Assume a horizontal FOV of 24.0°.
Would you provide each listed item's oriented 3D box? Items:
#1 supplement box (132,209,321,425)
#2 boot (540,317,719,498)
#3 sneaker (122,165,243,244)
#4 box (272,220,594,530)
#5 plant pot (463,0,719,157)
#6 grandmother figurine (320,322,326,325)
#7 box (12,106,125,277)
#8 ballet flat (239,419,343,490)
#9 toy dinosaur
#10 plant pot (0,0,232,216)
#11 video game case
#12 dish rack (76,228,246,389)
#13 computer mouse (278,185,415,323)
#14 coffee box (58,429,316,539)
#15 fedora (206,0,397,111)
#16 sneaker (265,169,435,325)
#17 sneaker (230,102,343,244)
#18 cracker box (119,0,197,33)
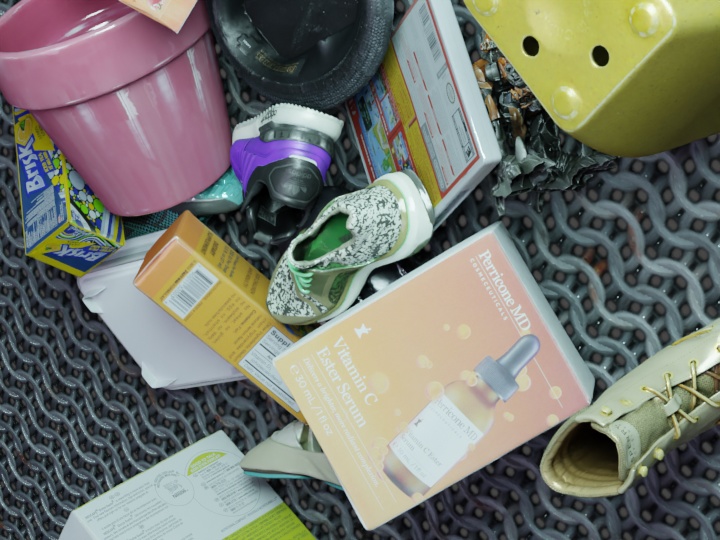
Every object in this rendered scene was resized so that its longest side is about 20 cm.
[{"bbox_3d":[-0.099,0.042,1.475,0.200,0.067,0.069,42,110,-13],"label":"supplement box"},{"bbox_3d":[0.228,0.088,1.189,0.199,0.155,0.073,-31,88,46],"label":"boot"},{"bbox_3d":[-0.164,-0.057,1.560,0.199,0.078,0.092,1,127,46],"label":"sneaker"},{"bbox_3d":[0.059,0.078,1.308,0.199,0.106,0.153,-31,90,11],"label":"box"},{"bbox_3d":[0.180,-0.189,1.071,0.196,0.199,0.194,54,135,10],"label":"plant pot"},{"bbox_3d":[0.031,0.071,1.436,0.199,0.060,0.122,38,116,20],"label":"grandmother figurine"},{"bbox_3d":[-0.269,-0.101,1.549,0.064,0.070,0.202,-31,54,29],"label":"box"},{"bbox_3d":[-0.030,0.165,1.542,0.198,0.069,0.070,5,113,39],"label":"ballet flat"},{"bbox_3d":[0.118,-0.120,1.260,0.137,0.101,0.200,64,157,19],"label":"toy dinosaur"},{"bbox_3d":[-0.198,-0.156,1.460,0.199,0.200,0.180,5,129,41],"label":"plant pot"},{"bbox_3d":[0.043,-0.109,1.295,0.200,0.017,0.144,133,124,-62],"label":"video game case"},{"bbox_3d":[-0.174,0.046,1.586,0.199,0.044,0.172,-12,121,44],"label":"dish rack"},{"bbox_3d":[0.000,0.000,1.401,0.139,0.053,0.200,-48,63,7],"label":"computer mouse"},{"bbox_3d":[-0.174,0.315,1.640,0.198,0.199,0.200,46,133,17],"label":"coffee box"},{"bbox_3d":[-0.030,-0.223,1.326,0.199,0.091,0.203,20,122,35],"label":"fedora"},{"bbox_3d":[-0.032,-0.016,1.321,0.200,0.088,0.078,-41,64,45],"label":"sneaker"},{"bbox_3d":[-0.074,-0.069,1.390,0.200,0.069,0.101,154,130,-74],"label":"sneaker"},{"bbox_3d":[-0.148,-0.284,1.324,0.135,0.057,0.200,-56,28,14],"label":"cracker box"}]
